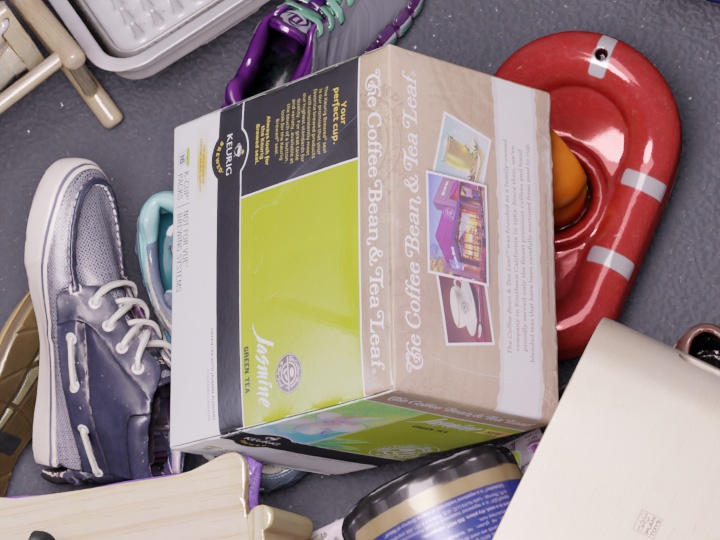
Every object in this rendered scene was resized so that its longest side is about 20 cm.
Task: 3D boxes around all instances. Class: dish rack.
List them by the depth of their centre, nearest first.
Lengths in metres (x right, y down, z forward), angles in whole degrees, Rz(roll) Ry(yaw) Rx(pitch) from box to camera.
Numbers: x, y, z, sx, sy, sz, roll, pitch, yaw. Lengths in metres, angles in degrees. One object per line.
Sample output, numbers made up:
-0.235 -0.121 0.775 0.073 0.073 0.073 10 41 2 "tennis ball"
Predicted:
-0.125 -0.214 1.850 0.172 0.044 0.200 -33 54 -4 "dish rack"

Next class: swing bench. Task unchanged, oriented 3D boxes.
-0.292 -0.127 1.824 0.199 0.130 0.200 -38 74 -4 "swing bench"

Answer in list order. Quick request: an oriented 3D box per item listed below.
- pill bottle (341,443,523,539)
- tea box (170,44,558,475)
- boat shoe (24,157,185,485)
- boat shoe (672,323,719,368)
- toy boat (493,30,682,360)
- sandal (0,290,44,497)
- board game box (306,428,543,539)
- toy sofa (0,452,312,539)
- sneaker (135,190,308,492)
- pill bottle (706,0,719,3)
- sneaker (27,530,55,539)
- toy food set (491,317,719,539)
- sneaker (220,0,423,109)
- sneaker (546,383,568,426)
0.076 0.210 1.677 0.112 0.112 0.200 -25 76 -1 "pill bottle"
0.000 0.000 1.687 0.197 0.134 0.200 -16 68 46 "tea box"
-0.144 0.034 1.759 0.093 0.075 0.200 7 103 36 "boat shoe"
0.233 0.126 1.732 0.070 0.070 0.200 -25 75 -4 "boat shoe"
0.114 -0.052 1.759 0.130 0.131 0.200 21 78 11 "toy boat"
-0.228 0.082 1.797 0.054 0.080 0.200 26 83 34 "sandal"
0.042 0.189 1.757 0.200 0.032 0.120 -25 78 -1 "board game box"
-0.132 0.173 1.733 0.200 0.083 0.098 -11 76 15 "toy sofa"
-0.091 0.042 1.779 0.078 0.086 0.200 -26 74 -2 "sneaker"
0.278 -0.208 1.794 0.200 0.111 0.111 13 77 9 "pill bottle"
-0.190 0.222 1.616 0.118 0.074 0.200 -28 32 6 "sneaker"
0.156 0.142 1.612 0.143 0.060 0.200 25 82 7 "toy food set"
-0.017 -0.159 1.824 0.074 0.088 0.200 30 80 13 "sneaker"
0.192 0.116 1.664 0.200 0.075 0.106 -2 109 27 "sneaker"
